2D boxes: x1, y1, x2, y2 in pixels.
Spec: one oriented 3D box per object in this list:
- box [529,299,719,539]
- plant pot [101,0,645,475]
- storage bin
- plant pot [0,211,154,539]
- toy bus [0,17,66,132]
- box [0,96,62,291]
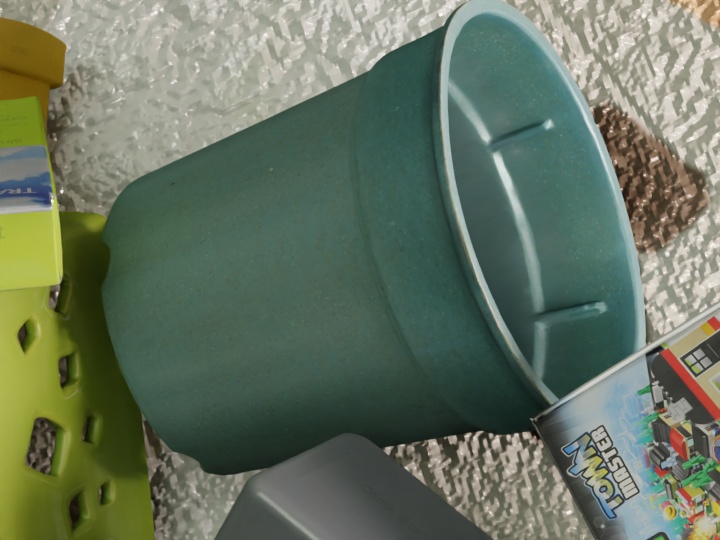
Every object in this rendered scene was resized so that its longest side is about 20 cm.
[{"bbox_3d":[0.158,0.114,0.975,0.110,0.035,0.200,-33,60,9],"label":"box"},{"bbox_3d":[0.000,0.000,1.159,0.196,0.200,0.201,-17,65,25],"label":"plant pot"},{"bbox_3d":[0.002,0.173,1.074,0.200,0.145,0.135,37,122,24],"label":"storage bin"},{"bbox_3d":[-0.226,0.089,1.178,0.198,0.181,0.201,-3,102,20],"label":"plant pot"},{"bbox_3d":[-0.264,-0.045,1.327,0.200,0.136,0.193,0,88,23],"label":"toy bus"},{"bbox_3d":[-0.198,-0.031,1.142,0.122,0.200,0.048,-6,108,-8],"label":"box"}]
